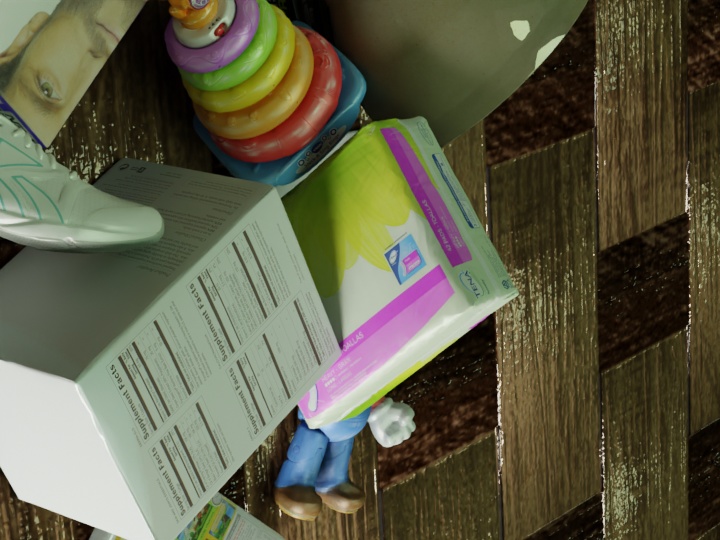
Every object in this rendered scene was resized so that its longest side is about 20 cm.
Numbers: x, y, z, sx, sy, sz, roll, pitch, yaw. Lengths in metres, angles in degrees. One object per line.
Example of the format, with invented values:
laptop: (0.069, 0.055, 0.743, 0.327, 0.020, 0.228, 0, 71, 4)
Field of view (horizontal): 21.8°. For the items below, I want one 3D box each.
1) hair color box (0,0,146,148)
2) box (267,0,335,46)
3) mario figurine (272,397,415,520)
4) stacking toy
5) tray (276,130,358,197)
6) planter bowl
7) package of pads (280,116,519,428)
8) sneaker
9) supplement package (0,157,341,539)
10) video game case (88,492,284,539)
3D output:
hair color box: (-0.196, -0.192, 1.204, 0.201, 0.064, 0.109, -59, 137, -20)
box: (-0.021, -0.264, 1.408, 0.160, 0.044, 0.202, -37, 125, -40)
mario figurine: (-0.008, 0.097, 1.457, 0.123, 0.105, 0.202, -59, 159, -76)
stacking toy: (-0.090, -0.155, 1.263, 0.116, 0.110, 0.200, -43, 142, -2)
tray: (-0.013, -0.058, 1.483, 0.199, 0.022, 0.109, -11, 108, -48)
planter bowl: (0.053, -0.199, 1.352, 0.135, 0.200, 0.201, 43, 63, -16)
package of pads: (0.000, 0.000, 1.316, 0.068, 0.200, 0.155, -14, 71, -46)
sneaker: (-0.215, -0.057, 1.158, 0.198, 0.070, 0.081, 11, 81, -18)
supplement package: (-0.146, 0.051, 1.250, 0.200, 0.151, 0.152, -47, 131, -32)
video game case: (-0.152, 0.255, 1.393, 0.182, 0.023, 0.201, 42, 68, -46)
